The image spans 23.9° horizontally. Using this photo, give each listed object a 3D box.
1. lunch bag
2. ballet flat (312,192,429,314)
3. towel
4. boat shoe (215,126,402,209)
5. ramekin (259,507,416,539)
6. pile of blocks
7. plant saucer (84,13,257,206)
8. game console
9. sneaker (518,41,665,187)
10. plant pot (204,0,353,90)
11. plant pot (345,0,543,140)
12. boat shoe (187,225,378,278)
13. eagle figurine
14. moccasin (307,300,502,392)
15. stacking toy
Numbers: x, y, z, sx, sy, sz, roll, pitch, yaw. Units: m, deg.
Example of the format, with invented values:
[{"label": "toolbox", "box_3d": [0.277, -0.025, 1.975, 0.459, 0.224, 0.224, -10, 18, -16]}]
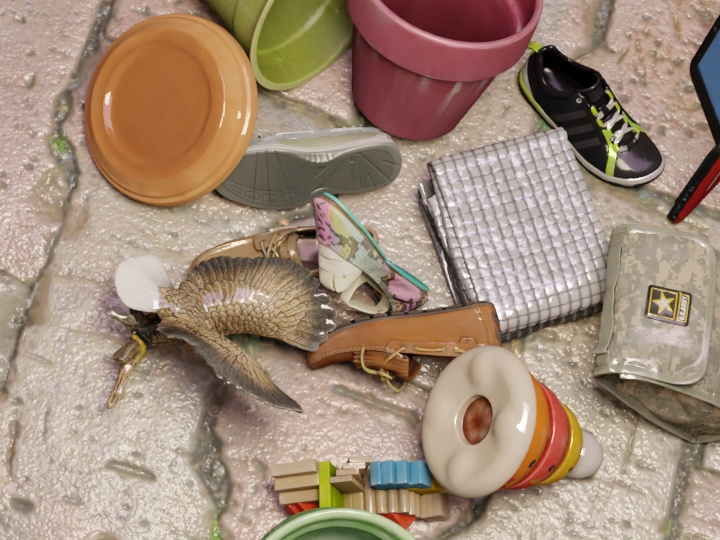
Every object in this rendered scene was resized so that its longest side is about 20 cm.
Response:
[{"label": "lunch bag", "box_3d": [0.319, 0.061, 1.702, 0.199, 0.117, 0.165, 26, 63, -32]}, {"label": "ballet flat", "box_3d": [0.000, 0.000, 1.693, 0.071, 0.200, 0.069, -50, 49, -3]}, {"label": "towel", "box_3d": [0.162, -0.033, 1.776, 0.164, 0.086, 0.201, -16, 73, -12]}, {"label": "boat shoe", "box_3d": [-0.059, -0.115, 1.790, 0.200, 0.075, 0.065, -9, 33, -8]}, {"label": "ramekin", "box_3d": [-0.025, 0.315, 1.577, 0.198, 0.098, 0.202, 0, 90, -8]}, {"label": "pile of blocks", "box_3d": [0.012, 0.222, 1.655, 0.198, 0.082, 0.063, 0, 68, -8]}, {"label": "plant saucer", "box_3d": [-0.202, -0.168, 1.750, 0.198, 0.037, 0.202, -3, 83, 21]}, {"label": "game console", "box_3d": [0.367, -0.174, 1.793, 0.119, 0.200, 0.172, 43, 70, 11]}, {"label": "sneaker", "box_3d": [0.248, -0.169, 1.839, 0.200, 0.083, 0.072, 40, 69, 9]}, {"label": "plant pot", "box_3d": [-0.104, -0.329, 1.815, 0.200, 0.201, 0.190, -40, 66, -20]}, {"label": "plant pot", "box_3d": [0.072, -0.243, 1.777, 0.198, 0.180, 0.201, 8, 51, -10]}, {"label": "boat shoe", "box_3d": [-0.080, -0.016, 1.745, 0.198, 0.065, 0.072, -11, 71, -12]}, {"label": "eagle figurine", "box_3d": [-0.139, 0.061, 1.662, 0.198, 0.151, 0.153, -2, 87, 26]}, {"label": "moccasin", "box_3d": [0.044, 0.080, 1.700, 0.200, 0.074, 0.078, -8, 84, 10]}, {"label": "stacking toy", "box_3d": [0.171, 0.163, 1.665, 0.199, 0.146, 0.147, 19, 62, -39]}]
